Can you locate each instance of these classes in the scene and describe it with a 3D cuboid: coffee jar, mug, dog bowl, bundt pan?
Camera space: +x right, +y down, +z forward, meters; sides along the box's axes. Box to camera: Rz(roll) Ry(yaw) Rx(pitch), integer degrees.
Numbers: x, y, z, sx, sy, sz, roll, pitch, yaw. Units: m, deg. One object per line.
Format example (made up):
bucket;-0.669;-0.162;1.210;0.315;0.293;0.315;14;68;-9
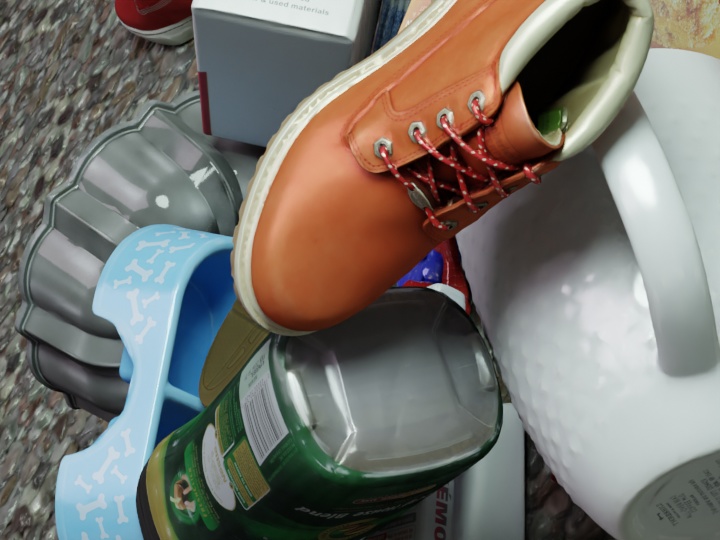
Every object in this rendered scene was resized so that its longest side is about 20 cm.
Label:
coffee jar;-0.025;0.083;0.970;0.200;0.104;0.086;-44;60;56
mug;0.120;0.008;0.894;0.147;0.200;0.176;-17;55;3
dog bowl;-0.087;0.072;1.099;0.049;0.111;0.201;-6;66;39
bundt pan;-0.089;0.006;1.220;0.076;0.202;0.203;32;92;38

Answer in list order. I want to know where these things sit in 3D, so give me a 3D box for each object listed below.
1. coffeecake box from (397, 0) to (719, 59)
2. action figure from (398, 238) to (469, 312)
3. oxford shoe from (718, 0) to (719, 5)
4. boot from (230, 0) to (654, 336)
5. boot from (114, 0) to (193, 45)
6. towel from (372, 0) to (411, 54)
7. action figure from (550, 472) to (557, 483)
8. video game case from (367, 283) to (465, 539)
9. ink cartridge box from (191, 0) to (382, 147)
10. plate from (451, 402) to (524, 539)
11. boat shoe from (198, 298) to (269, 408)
coffeecake box;0.119;-0.155;1.065;0.073;0.153;0.201;8;71;45
action figure;0.034;-0.002;1.164;0.065;0.052;0.201;-21;50;41
oxford shoe;0.206;-0.092;0.881;0.073;0.200;0.071;-41;-2;3
boot;0.029;-0.047;0.832;0.200;0.075;0.107;-48;23;5
boot;-0.156;-0.226;1.562;0.200;0.144;0.073;-1;65;58
towel;0.033;-0.183;1.193;0.147;0.024;0.201;-76;-3;-54
action figure;0.084;0.012;1.071;0.051;0.066;0.201;-13;41;3
video game case;-0.023;0.118;1.097;0.200;0.023;0.183;-23;54;47
ink cartridge box;-0.024;-0.180;1.131;0.147;0.082;0.201;95;-173;-68
plate;0.002;0.179;1.081;0.199;0.032;0.201;-34;39;38
boat shoe;-0.001;-0.001;1.077;0.201;0.063;0.073;-54;22;-16
